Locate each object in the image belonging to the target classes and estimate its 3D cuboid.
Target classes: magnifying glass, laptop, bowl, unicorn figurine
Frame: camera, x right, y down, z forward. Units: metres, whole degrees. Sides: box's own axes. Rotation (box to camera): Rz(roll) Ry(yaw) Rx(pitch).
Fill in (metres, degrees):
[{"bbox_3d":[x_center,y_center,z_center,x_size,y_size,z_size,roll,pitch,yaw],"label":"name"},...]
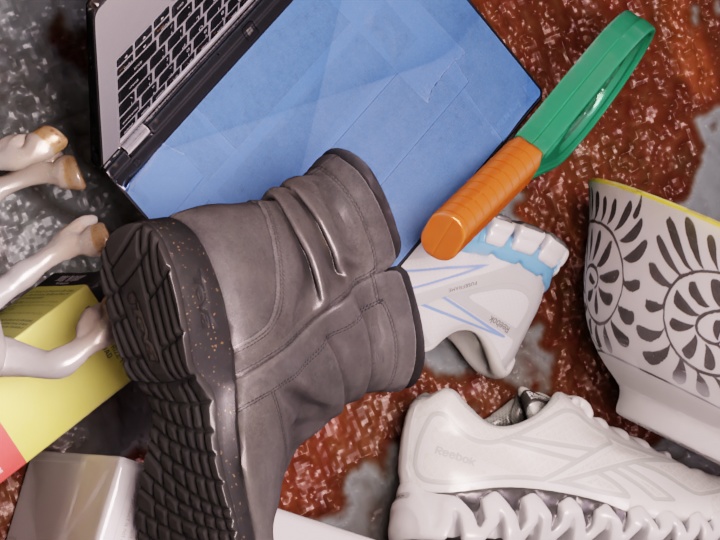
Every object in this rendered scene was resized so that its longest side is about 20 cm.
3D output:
[{"bbox_3d":[0.081,-0.060,1.339,0.022,0.080,0.200,36,40,6],"label":"magnifying glass"},{"bbox_3d":[-0.011,-0.091,1.227,0.116,0.200,0.187,34,67,13],"label":"laptop"},{"bbox_3d":[0.177,0.043,1.357,0.200,0.201,0.095,26,90,-22],"label":"bowl"},{"bbox_3d":[-0.166,0.009,1.199,0.137,0.200,0.074,-24,120,-5],"label":"unicorn figurine"}]

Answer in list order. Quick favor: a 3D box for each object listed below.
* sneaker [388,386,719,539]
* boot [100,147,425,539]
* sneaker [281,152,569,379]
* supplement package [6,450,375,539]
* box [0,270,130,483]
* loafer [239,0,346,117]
[{"bbox_3d":[0.107,0.096,1.386,0.199,0.075,0.082,5,75,-27],"label":"sneaker"},{"bbox_3d":[-0.025,0.060,1.194,0.131,0.070,0.201,-17,108,-39],"label":"boot"},{"bbox_3d":[0.000,0.000,1.336,0.199,0.075,0.087,18,87,-23],"label":"sneaker"},{"bbox_3d":[-0.052,0.165,1.278,0.199,0.120,0.122,21,79,-23],"label":"supplement package"},{"bbox_3d":[-0.182,0.076,1.246,0.200,0.075,0.050,-38,104,-22],"label":"box"},{"bbox_3d":[-0.046,-0.152,1.325,0.063,0.072,0.201,-6,86,-10],"label":"loafer"}]
